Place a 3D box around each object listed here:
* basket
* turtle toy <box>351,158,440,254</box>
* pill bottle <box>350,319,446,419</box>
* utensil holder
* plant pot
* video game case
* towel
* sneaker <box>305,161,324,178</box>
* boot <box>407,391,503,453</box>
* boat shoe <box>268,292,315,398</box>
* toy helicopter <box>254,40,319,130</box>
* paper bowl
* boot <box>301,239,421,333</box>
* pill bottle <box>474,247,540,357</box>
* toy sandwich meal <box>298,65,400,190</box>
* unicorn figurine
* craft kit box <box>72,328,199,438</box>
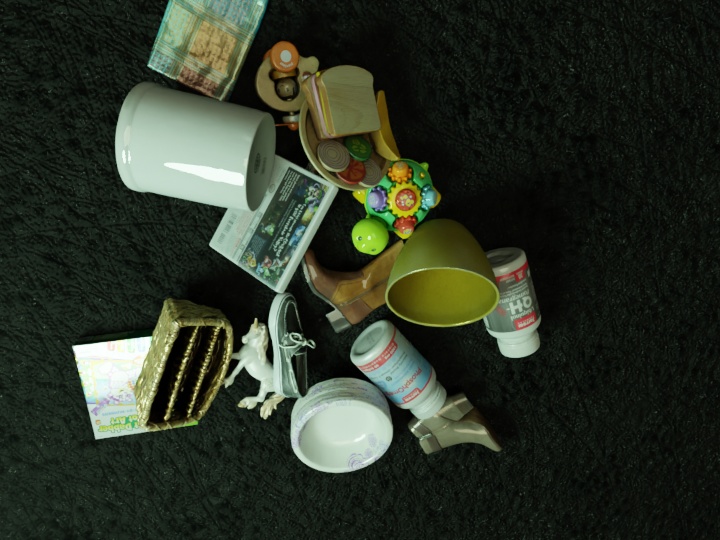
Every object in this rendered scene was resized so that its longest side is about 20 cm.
[{"bbox_3d":[-0.298,0.170,0.909,0.142,0.149,0.202,19,92,-29],"label":"basket"},{"bbox_3d":[0.059,-0.117,0.944,0.145,0.101,0.200,38,97,-16],"label":"turtle toy"},{"bbox_3d":[0.080,0.202,1.033,0.109,0.109,0.200,-42,107,5],"label":"pill bottle"},{"bbox_3d":[-0.251,-0.191,0.820,0.198,0.170,0.172,13,104,3],"label":"utensil holder"},{"bbox_3d":[0.148,-0.007,0.942,0.197,0.143,0.201,4,146,3],"label":"plant pot"},{"bbox_3d":[-0.153,-0.091,0.891,0.181,0.023,0.201,30,92,28],"label":"video game case"},{"bbox_3d":[-0.253,-0.402,0.861,0.145,0.022,0.202,24,101,-13],"label":"towel"},{"bbox_3d":[-0.127,-0.113,0.929,0.082,0.078,0.201,26,85,19],"label":"sneaker"},{"bbox_3d":[0.201,0.353,1.122,0.146,0.070,0.201,-35,106,9],"label":"boot"},{"bbox_3d":[-0.128,0.142,0.980,0.067,0.073,0.202,1,88,33],"label":"boat shoe"},{"bbox_3d":[-0.085,-0.296,0.891,0.198,0.079,0.134,12,97,-24],"label":"toy helicopter"},{"bbox_3d":[-0.039,0.297,1.031,0.198,0.105,0.203,-3,120,-5],"label":"paper bowl"},{"bbox_3d":[0.000,0.000,0.988,0.199,0.068,0.190,-30,103,-2],"label":"boot"},{"bbox_3d":[0.293,0.065,1.025,0.110,0.111,0.202,-21,107,-2],"label":"pill bottle"},{"bbox_3d":[-0.012,-0.235,0.849,0.203,0.070,0.208,8,76,-33],"label":"toy sandwich meal"},{"bbox_3d":[-0.210,0.187,1.012,0.137,0.074,0.201,-38,122,-7],"label":"unicorn figurine"},{"bbox_3d":[-0.425,0.215,0.997,0.198,0.049,0.200,-7,109,-6],"label":"craft kit box"}]
